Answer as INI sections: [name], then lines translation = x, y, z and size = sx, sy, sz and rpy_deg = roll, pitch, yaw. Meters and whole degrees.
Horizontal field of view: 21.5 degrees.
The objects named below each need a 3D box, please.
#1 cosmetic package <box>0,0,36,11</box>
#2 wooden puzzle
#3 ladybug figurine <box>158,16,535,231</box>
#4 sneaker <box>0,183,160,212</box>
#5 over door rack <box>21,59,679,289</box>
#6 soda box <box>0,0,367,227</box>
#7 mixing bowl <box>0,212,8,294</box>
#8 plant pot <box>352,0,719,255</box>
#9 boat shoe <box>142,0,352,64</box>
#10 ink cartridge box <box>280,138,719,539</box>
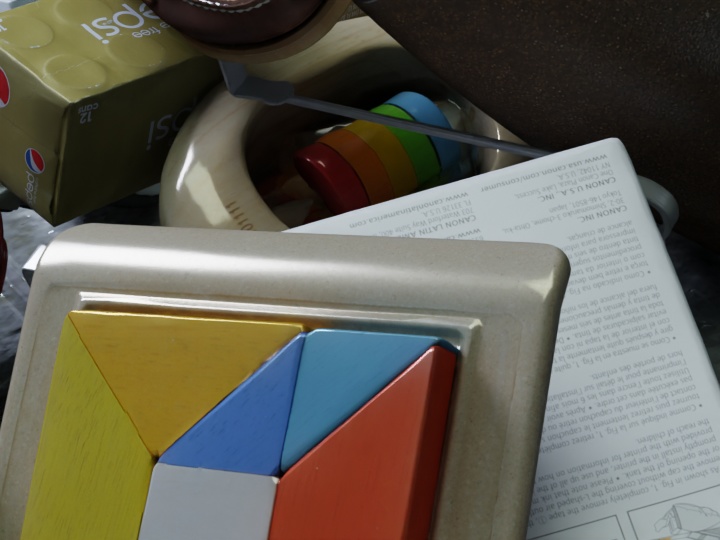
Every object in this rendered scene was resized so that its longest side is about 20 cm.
[cosmetic package]
translation = -0.217, -0.199, 1.287
size = 0.150, 0.052, 0.199
rpy_deg = -30, 31, -29
[wooden puzzle]
translation = -0.041, 0.078, 0.549
size = 0.184, 0.037, 0.201
rpy_deg = 3, 71, 29
[ladybug figurine]
translation = 0.003, -0.037, 0.808
size = 0.199, 0.072, 0.136
rpy_deg = -27, 68, -26
[sneaker]
translation = -0.136, -0.077, 0.910
size = 0.074, 0.089, 0.200
rpy_deg = 12, 6, 11
[over door rack]
translation = 0.000, 0.000, 0.710
size = 0.199, 0.067, 0.148
rpy_deg = 22, 55, 17
[soda box]
translation = -0.077, -0.091, 0.832
size = 0.068, 0.064, 0.199
rpy_deg = 37, 42, 26
[mixing bowl]
translation = -0.212, 0.006, 0.761
size = 0.200, 0.108, 0.201
rpy_deg = -44, 30, 33
[plant pot]
translation = 0.098, -0.119, 0.735
size = 0.199, 0.188, 0.187
rpy_deg = 16, 13, -27
[boat shoe]
translation = -0.075, -0.139, 0.746
size = 0.071, 0.070, 0.200
rpy_deg = -51, 38, -6
[ink cartridge box]
translation = 0.037, 0.068, 0.594
size = 0.160, 0.050, 0.201
rpy_deg = -15, 63, -3
